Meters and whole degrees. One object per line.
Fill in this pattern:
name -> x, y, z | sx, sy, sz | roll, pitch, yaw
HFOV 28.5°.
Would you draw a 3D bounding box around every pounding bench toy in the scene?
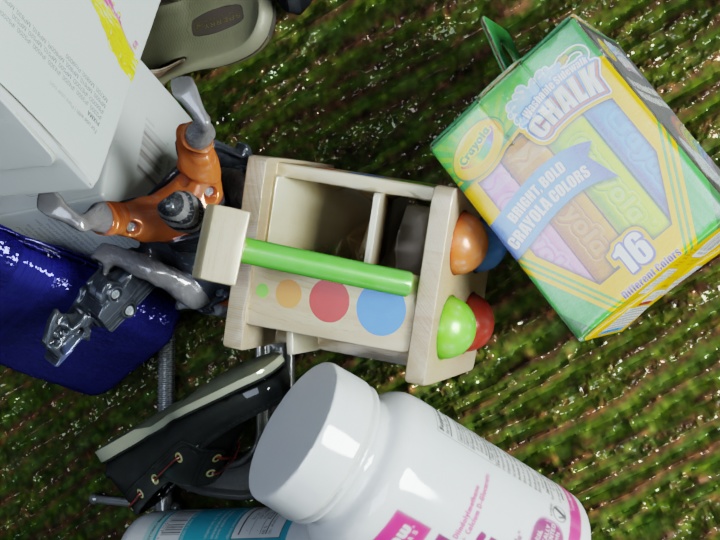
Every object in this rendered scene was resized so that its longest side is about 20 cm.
pounding bench toy -> 0.000, 0.000, 0.904 | 0.155, 0.200, 0.125 | 10, 95, 19

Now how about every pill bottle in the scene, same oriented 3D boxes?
pill bottle -> 0.037, 0.147, 0.893 | 0.199, 0.114, 0.114 | 32, 106, -19
pill bottle -> -0.066, 0.221, 0.989 | 0.199, 0.111, 0.112 | -5, 89, 23

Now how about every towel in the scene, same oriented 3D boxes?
towel -> -0.243, 0.019, 1.012 | 0.147, 0.199, 0.050 | -34, 39, 45

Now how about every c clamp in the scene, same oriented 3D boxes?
c clamp -> -0.125, 0.092, 1.057 | 0.170, 0.027, 0.202 | 7, 94, 23

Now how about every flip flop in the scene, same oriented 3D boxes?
flip flop -> -0.156, -0.167, 1.049 | 0.199, 0.057, 0.082 | -14, 85, 24

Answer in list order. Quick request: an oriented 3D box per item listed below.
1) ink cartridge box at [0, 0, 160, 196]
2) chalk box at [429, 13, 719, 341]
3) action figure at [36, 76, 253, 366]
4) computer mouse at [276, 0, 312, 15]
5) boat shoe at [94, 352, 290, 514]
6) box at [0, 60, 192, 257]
ink cartridge box -> -0.224, -0.162, 0.849 | 0.144, 0.145, 0.201 | -4, 58, 27
chalk box -> 0.134, -0.072, 0.892 | 0.124, 0.124, 0.200 | -42, 75, 18
action figure -> -0.127, -0.009, 0.918 | 0.104, 0.194, 0.200 | 34, 81, 29
computer mouse -> -0.061, -0.268, 0.961 | 0.052, 0.201, 0.139 | -27, 38, -7
boat shoe -> -0.108, 0.113, 0.983 | 0.201, 0.074, 0.063 | -33, 88, 41
box -> -0.235, -0.066, 1.039 | 0.199, 0.098, 0.125 | -8, 58, 23
